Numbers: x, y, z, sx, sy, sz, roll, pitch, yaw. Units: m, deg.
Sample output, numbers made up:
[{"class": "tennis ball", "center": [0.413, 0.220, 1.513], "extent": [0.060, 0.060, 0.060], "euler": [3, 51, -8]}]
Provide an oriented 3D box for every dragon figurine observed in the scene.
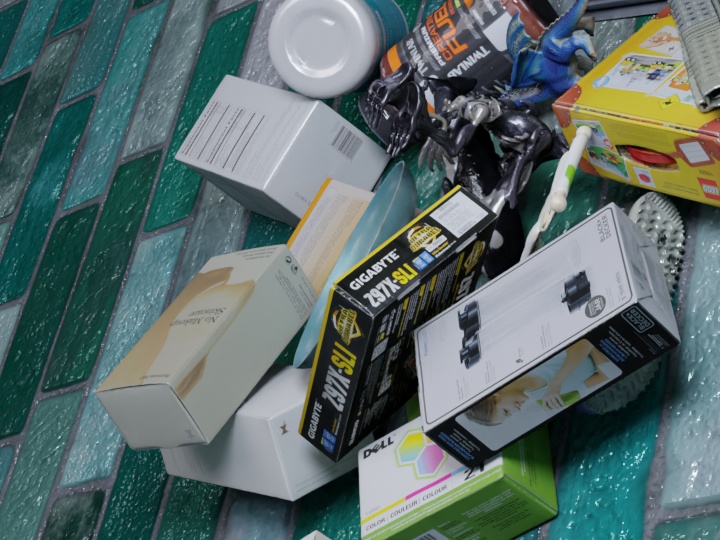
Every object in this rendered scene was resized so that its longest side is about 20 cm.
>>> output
[{"class": "dragon figurine", "center": [0.162, -0.196, 1.634], "extent": [0.099, 0.200, 0.059], "euler": [-1, 52, 4]}]

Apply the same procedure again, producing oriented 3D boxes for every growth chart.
[{"class": "growth chart", "center": [0.145, -0.025, 1.484], "extent": [0.145, 0.018, 0.200], "euler": [-63, -6, -48]}]

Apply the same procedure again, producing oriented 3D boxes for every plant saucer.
[{"class": "plant saucer", "center": [0.000, 0.000, 1.551], "extent": [0.200, 0.027, 0.200], "euler": [-62, 6, 11]}]

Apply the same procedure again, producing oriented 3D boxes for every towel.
[{"class": "towel", "center": [0.339, -0.194, 1.391], "extent": [0.192, 0.035, 0.200], "euler": [-18, 28, 12]}]

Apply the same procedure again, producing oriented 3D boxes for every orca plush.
[{"class": "orca plush", "center": [0.120, -0.095, 1.624], "extent": [0.071, 0.105, 0.200], "euler": [-23, 55, 23]}]

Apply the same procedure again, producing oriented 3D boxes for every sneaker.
[{"class": "sneaker", "center": [0.192, 0.034, 1.459], "extent": [0.099, 0.070, 0.200], "euler": [-15, 42, 48]}]

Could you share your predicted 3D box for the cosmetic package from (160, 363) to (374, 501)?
[{"class": "cosmetic package", "center": [-0.092, 0.140, 1.641], "extent": [0.108, 0.085, 0.200], "euler": [-24, 17, -35]}]

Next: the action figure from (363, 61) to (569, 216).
[{"class": "action figure", "center": [0.095, -0.106, 1.535], "extent": [0.119, 0.200, 0.102], "euler": [47, 115, 50]}]

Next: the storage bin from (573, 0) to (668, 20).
[{"class": "storage bin", "center": [0.254, -0.331, 1.651], "extent": [0.200, 0.134, 0.146], "euler": [2, 61, 50]}]

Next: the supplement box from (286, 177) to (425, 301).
[{"class": "supplement box", "center": [0.012, -0.001, 1.691], "extent": [0.126, 0.074, 0.200], "euler": [-59, 34, -5]}]

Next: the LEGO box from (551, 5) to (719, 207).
[{"class": "LEGO box", "center": [0.278, -0.134, 1.454], "extent": [0.149, 0.077, 0.200], "euler": [-40, 30, -18]}]

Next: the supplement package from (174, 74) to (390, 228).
[{"class": "supplement package", "center": [-0.084, -0.118, 1.876], "extent": [0.200, 0.114, 0.110], "euler": [23, 79, 55]}]

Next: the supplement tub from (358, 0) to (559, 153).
[{"class": "supplement tub", "center": [0.093, -0.200, 1.747], "extent": [0.200, 0.107, 0.107], "euler": [-39, 36, 20]}]

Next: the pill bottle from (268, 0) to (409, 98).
[{"class": "pill bottle", "center": [-0.014, -0.234, 1.842], "extent": [0.111, 0.111, 0.200], "euler": [-40, -4, 18]}]

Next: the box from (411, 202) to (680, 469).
[{"class": "box", "center": [0.137, 0.051, 1.377], "extent": [0.200, 0.060, 0.117], "euler": [-34, 35, 23]}]

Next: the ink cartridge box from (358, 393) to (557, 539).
[{"class": "ink cartridge box", "center": [0.074, 0.135, 1.493], "extent": [0.148, 0.076, 0.200], "euler": [-32, 40, 28]}]

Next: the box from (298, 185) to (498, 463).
[{"class": "box", "center": [0.029, 0.047, 1.480], "extent": [0.049, 0.200, 0.160], "euler": [36, 53, 19]}]

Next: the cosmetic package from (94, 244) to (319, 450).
[{"class": "cosmetic package", "center": [-0.134, 0.067, 1.614], "extent": [0.105, 0.071, 0.200], "euler": [-10, 31, 40]}]

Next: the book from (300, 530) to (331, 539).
[{"class": "book", "center": [-0.100, 0.325, 1.563], "extent": [0.200, 0.048, 0.134], "euler": [-36, 33, 26]}]
